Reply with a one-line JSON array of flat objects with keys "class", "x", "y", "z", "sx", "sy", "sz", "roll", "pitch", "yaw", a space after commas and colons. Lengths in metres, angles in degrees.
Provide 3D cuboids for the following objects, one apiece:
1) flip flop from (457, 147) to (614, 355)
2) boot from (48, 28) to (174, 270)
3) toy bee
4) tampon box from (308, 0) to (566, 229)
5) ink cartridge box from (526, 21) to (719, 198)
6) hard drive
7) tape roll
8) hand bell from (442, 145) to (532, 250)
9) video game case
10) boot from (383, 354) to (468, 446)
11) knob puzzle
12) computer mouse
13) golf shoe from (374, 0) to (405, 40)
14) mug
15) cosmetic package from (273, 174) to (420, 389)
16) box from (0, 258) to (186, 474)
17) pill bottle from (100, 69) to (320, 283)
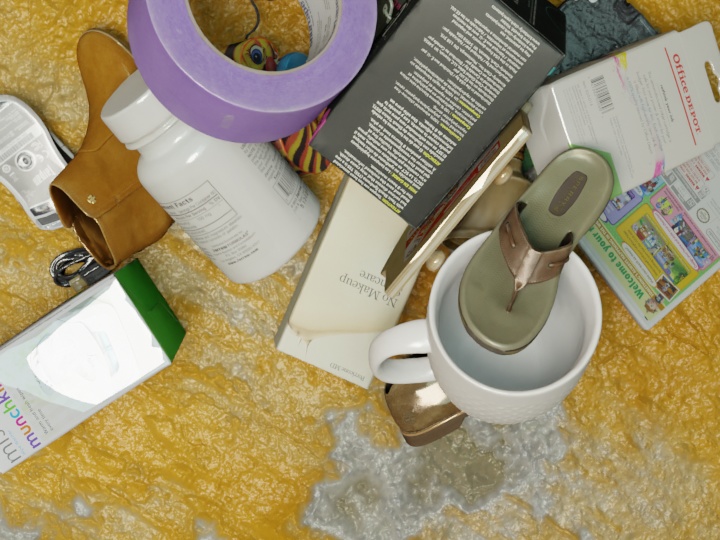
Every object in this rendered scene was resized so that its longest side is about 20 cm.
[{"class": "flip flop", "x": 0.146, "y": -0.024, "z": 1.013, "sx": 0.081, "sy": 0.058, "sz": 0.201, "roll": 33, "pitch": 74, "yaw": 12}, {"class": "boot", "x": -0.239, "y": -0.114, "z": 1.142, "sx": 0.070, "sy": 0.144, "sz": 0.203, "roll": -20, "pitch": 104, "yaw": 40}, {"class": "toy bee", "x": -0.102, "y": -0.174, "z": 1.165, "sx": 0.131, "sy": 0.108, "sz": 0.201, "roll": -34, "pitch": 87, "yaw": 43}, {"class": "tampon box", "x": 0.069, "y": -0.169, "z": 1.082, "sx": 0.126, "sy": 0.150, "sz": 0.200, "roll": 37, "pitch": 114, "yaw": -9}, {"class": "ink cartridge box", "x": 0.247, "y": -0.143, "z": 1.135, "sx": 0.198, "sy": 0.067, "sz": 0.118, "roll": -24, "pitch": 99, "yaw": -25}, {"class": "hard drive", "x": 0.207, "y": -0.178, "z": 1.223, "sx": 0.200, "sy": 0.038, "sz": 0.140, "roll": -44, "pitch": 96, "yaw": -1}, {"class": "tape roll", "x": -0.091, "y": -0.215, "z": 1.036, "sx": 0.198, "sy": 0.085, "sz": 0.203, "roll": 5, "pitch": 76, "yaw": -20}, {"class": "hand bell", "x": 0.143, "y": -0.115, "z": 1.160, "sx": 0.103, "sy": 0.104, "sz": 0.203, "roll": 11, "pitch": 82, "yaw": -5}, {"class": "video game case", "x": 0.288, "y": -0.075, "z": 1.213, "sx": 0.182, "sy": 0.022, "sz": 0.201, "roll": -40, "pitch": 100, "yaw": -1}, {"class": "boot", "x": 0.115, "y": 0.092, "z": 1.214, "sx": 0.199, "sy": 0.074, "sz": 0.076, "roll": -31, "pitch": 110, "yaw": 0}, {"class": "knob puzzle", "x": 0.090, "y": -0.064, "z": 1.079, "sx": 0.030, "sy": 0.220, "sz": 0.220, "roll": 37, "pitch": 91, "yaw": -7}, {"class": "computer mouse", "x": -0.296, "y": -0.082, "z": 1.192, "sx": 0.109, "sy": 0.044, "sz": 0.201, "roll": -34, "pitch": 102, "yaw": 4}, {"class": "golf shoe", "x": 0.027, "y": -0.227, "z": 1.182, "sx": 0.076, "sy": 0.088, "sz": 0.203, "roll": 11, "pitch": 95, "yaw": -7}, {"class": "mug", "x": 0.105, "y": 0.067, "z": 1.106, "sx": 0.197, "sy": 0.176, "sz": 0.149, "roll": -8, "pitch": 70, "yaw": -2}, {"class": "cosmetic package", "x": 0.000, "y": 0.000, "z": 1.204, "sx": 0.103, "sy": 0.073, "sz": 0.202, "roll": 22, "pitch": 92, "yaw": -7}, {"class": "box", "x": -0.262, "y": 0.078, "z": 1.127, "sx": 0.176, "sy": 0.200, "sz": 0.097, "roll": -34, "pitch": 96, "yaw": -2}, {"class": "pill bottle", "x": -0.137, "y": -0.094, "z": 1.120, "sx": 0.114, "sy": 0.114, "sz": 0.200, "roll": -41, "pitch": 116, "yaw": 0}]
